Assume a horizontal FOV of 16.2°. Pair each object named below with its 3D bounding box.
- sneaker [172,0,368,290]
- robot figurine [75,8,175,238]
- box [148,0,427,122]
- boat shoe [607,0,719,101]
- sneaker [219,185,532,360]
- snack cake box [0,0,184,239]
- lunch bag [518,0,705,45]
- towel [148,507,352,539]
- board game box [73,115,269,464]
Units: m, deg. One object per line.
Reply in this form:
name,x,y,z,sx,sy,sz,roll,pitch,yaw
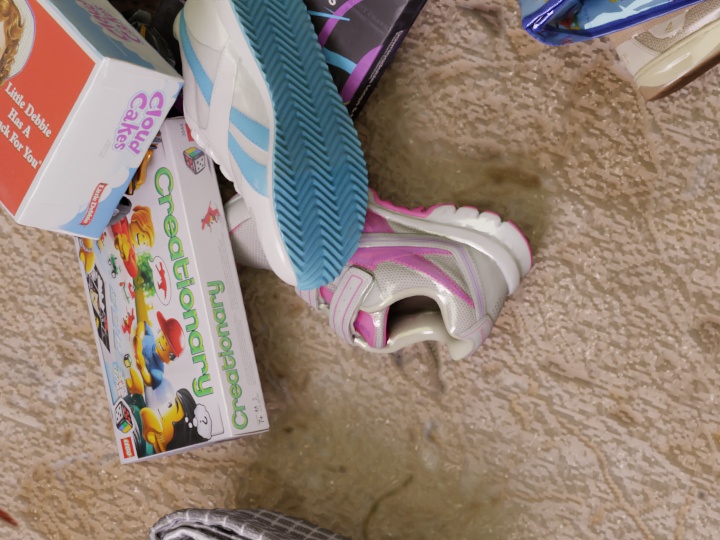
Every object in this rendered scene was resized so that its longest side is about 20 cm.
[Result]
sneaker,-0.056,-0.082,1.523,0.081,0.076,0.201,-27,74,47
robot figurine,-0.189,-0.102,1.581,0.200,0.058,0.146,20,95,52
box,-0.050,-0.155,1.567,0.143,0.036,0.200,40,121,12
boat shoe,0.239,-0.180,1.514,0.200,0.071,0.065,-33,82,13
sneaker,0.000,0.000,1.551,0.199,0.081,0.088,10,58,15
snack cake box,-0.201,-0.124,1.499,0.200,0.067,0.115,46,113,38
lunch bag,0.168,-0.215,1.497,0.200,0.094,0.151,-28,38,20
towel,-0.022,0.203,1.527,0.199,0.166,0.086,21,88,13
board game box,-0.125,0.014,1.589,0.126,0.035,0.201,-18,83,50
